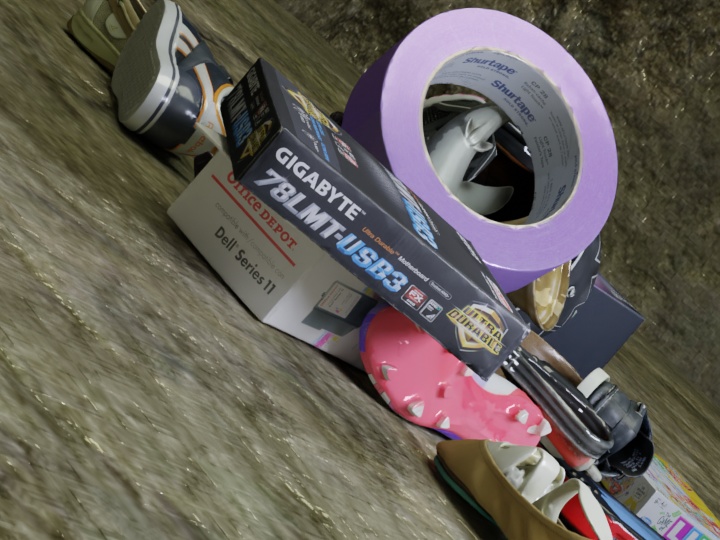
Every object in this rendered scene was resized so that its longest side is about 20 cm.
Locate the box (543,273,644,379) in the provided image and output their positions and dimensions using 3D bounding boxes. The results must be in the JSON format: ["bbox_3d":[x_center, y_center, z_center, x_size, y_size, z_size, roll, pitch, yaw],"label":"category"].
[{"bbox_3d":[0.145,0.007,2.002,0.198,0.123,0.200,46,9,30],"label":"box"}]

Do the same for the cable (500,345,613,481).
[{"bbox_3d":[0.108,0.080,1.450,0.200,0.050,0.097,39,10,-26],"label":"cable"}]

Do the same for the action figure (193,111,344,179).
[{"bbox_3d":[-0.053,-0.076,1.513,0.070,0.130,0.200,66,16,6],"label":"action figure"}]

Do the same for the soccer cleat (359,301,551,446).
[{"bbox_3d":[0.051,0.073,1.372,0.076,0.067,0.200,30,-4,46],"label":"soccer cleat"}]

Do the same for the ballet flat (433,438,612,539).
[{"bbox_3d":[0.106,0.142,1.214,0.069,0.063,0.200,36,8,-32],"label":"ballet flat"}]

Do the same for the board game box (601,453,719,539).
[{"bbox_3d":[0.257,0.195,1.790,0.134,0.034,0.200,37,8,-24],"label":"board game box"}]

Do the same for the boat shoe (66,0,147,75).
[{"bbox_3d":[-0.156,-0.162,1.684,0.201,0.063,0.073,43,8,22],"label":"boat shoe"}]

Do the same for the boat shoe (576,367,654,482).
[{"bbox_3d":[0.200,0.133,1.611,0.066,0.075,0.200,39,-12,18],"label":"boat shoe"}]

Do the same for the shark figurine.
[{"bbox_3d":[0.075,-0.085,1.580,0.128,0.214,0.089,50,-23,-13],"label":"shark figurine"}]

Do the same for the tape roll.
[{"bbox_3d":[0.087,-0.086,1.489,0.200,0.201,0.066,39,-32,-13],"label":"tape roll"}]

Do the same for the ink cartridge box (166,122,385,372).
[{"bbox_3d":[-0.045,-0.011,1.328,0.117,0.067,0.200,47,9,32],"label":"ink cartridge box"}]

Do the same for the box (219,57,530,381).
[{"bbox_3d":[0.004,-0.035,1.279,0.198,0.050,0.200,38,9,-16],"label":"box"}]

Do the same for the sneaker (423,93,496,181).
[{"bbox_3d":[0.019,-0.072,1.651,0.081,0.199,0.086,61,15,-15],"label":"sneaker"}]

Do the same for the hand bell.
[{"bbox_3d":[0.061,-0.014,1.647,0.199,0.105,0.104,6,-6,22],"label":"hand bell"}]

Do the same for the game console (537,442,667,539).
[{"bbox_3d":[0.214,0.205,1.525,0.200,0.031,0.177,40,7,-11],"label":"game console"}]

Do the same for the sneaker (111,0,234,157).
[{"bbox_3d":[-0.142,-0.141,1.580,0.079,0.079,0.200,32,21,-21],"label":"sneaker"}]

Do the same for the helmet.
[{"bbox_3d":[0.114,-0.028,1.800,0.191,0.200,0.200,47,6,-13],"label":"helmet"}]

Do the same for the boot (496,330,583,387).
[{"bbox_3d":[0.089,0.056,1.607,0.200,0.076,0.074,38,9,-8],"label":"boot"}]
